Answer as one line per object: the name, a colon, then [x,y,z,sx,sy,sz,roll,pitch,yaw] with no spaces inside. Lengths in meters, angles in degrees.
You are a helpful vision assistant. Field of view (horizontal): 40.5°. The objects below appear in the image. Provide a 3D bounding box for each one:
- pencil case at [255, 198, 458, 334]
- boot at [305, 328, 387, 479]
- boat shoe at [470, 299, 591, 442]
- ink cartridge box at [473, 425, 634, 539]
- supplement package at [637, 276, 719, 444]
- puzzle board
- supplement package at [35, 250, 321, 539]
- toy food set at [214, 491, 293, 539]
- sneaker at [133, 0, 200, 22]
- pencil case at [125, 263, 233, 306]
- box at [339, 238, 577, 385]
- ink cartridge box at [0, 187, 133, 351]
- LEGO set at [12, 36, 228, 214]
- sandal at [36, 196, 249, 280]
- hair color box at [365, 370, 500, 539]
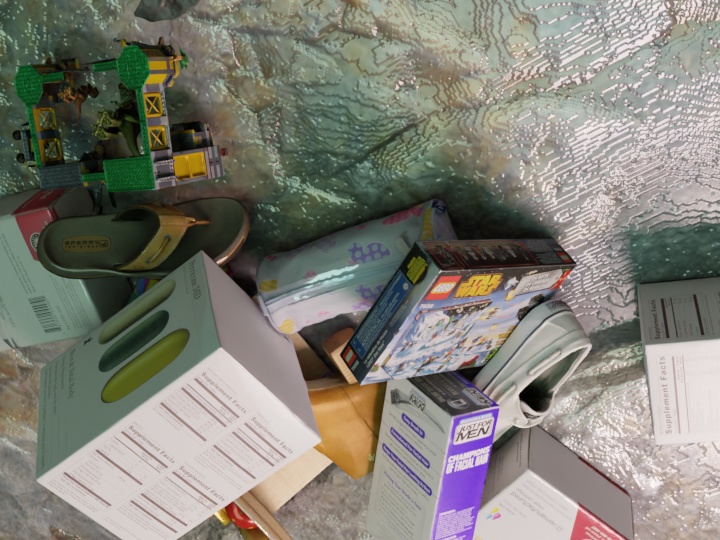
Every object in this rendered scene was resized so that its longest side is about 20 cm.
pencil case: [0.000,0.000,0.927,0.199,0.091,0.083,-16,113,21]
boot: [-0.047,0.167,1.006,0.201,0.071,0.144,-33,111,-4]
boat shoe: [0.158,0.119,0.952,0.072,0.066,0.200,4,131,-39]
ink cartridge box: [0.170,0.283,1.044,0.146,0.083,0.200,36,119,-8]
supplement package: [0.356,0.074,0.872,0.199,0.110,0.114,-6,117,15]
puzzle board: [-0.101,0.141,1.031,0.151,0.017,0.200,-40,108,-3]
supplement package: [-0.169,0.122,0.895,0.200,0.152,0.151,-35,126,9]
toy food set: [-0.147,0.255,1.065,0.049,0.198,0.200,-45,120,-16]
sneaker: [-0.134,-0.303,0.812,0.104,0.060,0.201,10,123,3]
pencil case: [-0.204,0.051,1.009,0.088,0.088,0.200,32,121,-5]
box: [0.091,0.034,0.875,0.040,0.199,0.137,53,125,30]
ink cartridge box: [-0.361,0.001,1.015,0.199,0.085,0.146,-11,114,16]
LEGO set: [-0.214,-0.139,0.909,0.199,0.116,0.155,-10,96,32]
sandal: [-0.203,-0.036,0.912,0.199,0.082,0.055,-2,156,-6]
hair color box: [0.068,0.199,0.972,0.065,0.109,0.201,-8,117,-31]
